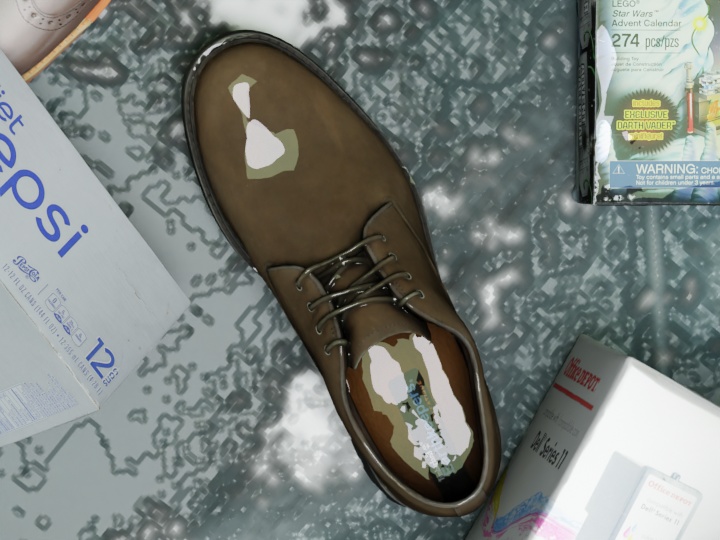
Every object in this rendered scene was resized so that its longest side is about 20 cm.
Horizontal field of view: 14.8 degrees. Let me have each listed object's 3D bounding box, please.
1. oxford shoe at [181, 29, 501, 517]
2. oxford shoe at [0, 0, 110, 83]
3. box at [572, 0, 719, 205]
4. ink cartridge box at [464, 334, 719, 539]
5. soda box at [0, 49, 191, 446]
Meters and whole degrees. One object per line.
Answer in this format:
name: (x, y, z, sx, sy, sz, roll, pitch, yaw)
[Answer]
oxford shoe: (0.000, 0.000, 1.015, 0.073, 0.084, 0.200, -31, 96, -3)
oxford shoe: (-0.098, -0.151, 0.995, 0.071, 0.073, 0.200, 30, 90, -9)
box: (0.182, -0.093, 1.054, 0.200, 0.040, 0.137, -1, 93, -7)
ink cartridge box: (0.087, 0.092, 1.015, 0.067, 0.117, 0.200, 30, 90, -5)
soda box: (-0.152, -0.038, 0.978, 0.200, 0.063, 0.068, 53, 45, -15)
